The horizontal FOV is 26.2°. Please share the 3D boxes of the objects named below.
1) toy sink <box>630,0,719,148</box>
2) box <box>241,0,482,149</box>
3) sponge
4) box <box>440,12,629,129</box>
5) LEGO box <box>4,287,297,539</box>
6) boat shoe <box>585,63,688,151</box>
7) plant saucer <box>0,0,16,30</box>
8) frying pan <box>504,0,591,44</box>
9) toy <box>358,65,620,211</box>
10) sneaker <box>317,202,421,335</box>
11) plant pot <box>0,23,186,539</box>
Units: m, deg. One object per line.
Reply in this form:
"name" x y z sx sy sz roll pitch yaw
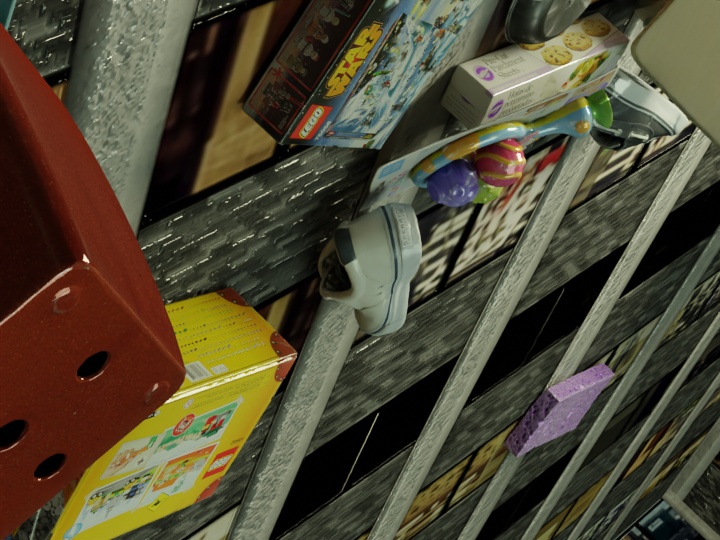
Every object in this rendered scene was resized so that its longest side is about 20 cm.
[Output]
"toy sink" 0.319 -0.211 1.309 0.200 0.130 0.112 -48 -170 -2
"box" 0.024 -0.167 0.966 0.201 0.040 0.137 -54 160 19
"sponge" 0.283 0.195 2.183 0.199 0.030 0.112 -13 141 -57
"box" 0.141 -0.158 1.221 0.199 0.041 0.039 -25 151 -44
"LEGO box" -0.155 0.105 1.055 0.199 0.077 0.150 -15 143 -56
"boat shoe" 0.237 -0.141 1.401 0.068 0.072 0.200 -54 157 13
"plant saucer" -0.182 -0.115 0.677 0.070 0.019 0.201 -23 148 -48
"frying pan" 0.141 -0.220 1.130 0.115 0.031 0.190 -51 163 5
"toy" 0.102 -0.082 1.160 0.199 0.048 0.115 -26 170 -13
"sneaker" 0.000 0.000 1.211 0.070 0.074 0.200 -8 158 -8
"plant pot" -0.186 0.006 0.626 0.199 0.176 0.200 -39 156 -6
